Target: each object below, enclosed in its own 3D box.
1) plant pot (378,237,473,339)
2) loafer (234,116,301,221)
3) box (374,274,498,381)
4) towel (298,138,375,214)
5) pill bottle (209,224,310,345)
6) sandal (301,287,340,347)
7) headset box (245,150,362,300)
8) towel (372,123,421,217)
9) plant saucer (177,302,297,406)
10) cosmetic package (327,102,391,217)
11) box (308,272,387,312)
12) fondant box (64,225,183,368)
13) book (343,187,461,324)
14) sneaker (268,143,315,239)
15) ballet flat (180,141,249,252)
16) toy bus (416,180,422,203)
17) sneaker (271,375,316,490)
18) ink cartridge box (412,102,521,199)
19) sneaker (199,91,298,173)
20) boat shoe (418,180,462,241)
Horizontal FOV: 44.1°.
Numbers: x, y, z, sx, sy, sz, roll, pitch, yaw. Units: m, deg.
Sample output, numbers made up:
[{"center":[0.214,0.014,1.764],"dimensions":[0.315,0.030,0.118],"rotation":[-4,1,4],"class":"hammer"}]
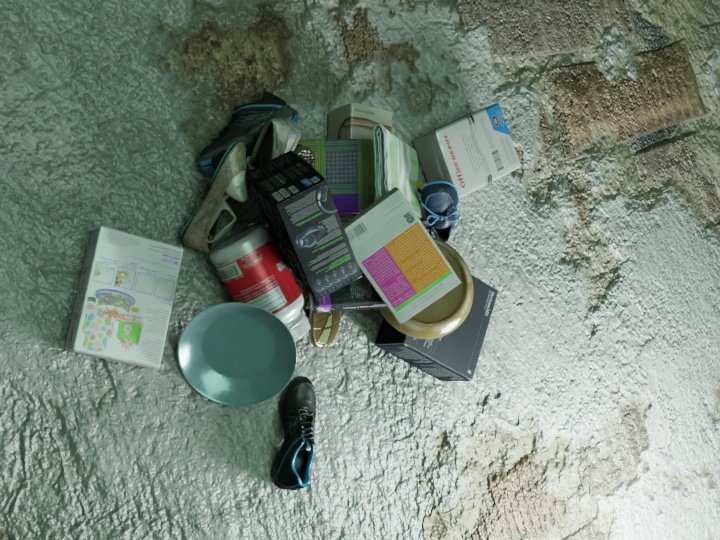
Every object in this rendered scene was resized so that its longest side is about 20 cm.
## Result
[{"center":[0.122,0.027,1.669],"dimensions":[0.198,0.027,0.202],"rotation":[3,74,-11],"class":"plant pot"},{"center":[-0.173,-0.175,1.534],"dimensions":[0.070,0.070,0.201],"rotation":[1,122,-51],"class":"loafer"},{"center":[0.152,0.093,1.758],"dimensions":[0.181,0.104,0.201],"rotation":[30,69,-27],"class":"box"},{"center":[-0.056,-0.170,1.621],"dimensions":[0.198,0.023,0.145],"rotation":[-2,83,7],"class":"towel"},{"center":[-0.168,0.032,1.538],"dimensions":[0.112,0.112,0.201],"rotation":[-35,105,-32],"class":"pill bottle"},{"center":[-0.082,0.048,1.633],"dimensions":[0.080,0.054,0.202],"rotation":[22,56,-51],"class":"sandal"},{"center":[-0.092,-0.071,1.469],"dimensions":[0.092,0.174,0.201],"rotation":[-27,120,-11],"class":"headset box"},{"center":[0.072,-0.177,1.638],"dimensions":[0.200,0.030,0.151],"rotation":[13,74,-67],"class":"towel"},{"center":[-0.206,0.135,1.497],"dimensions":[0.199,0.039,0.202],"rotation":[-1,116,-2],"class":"plant saucer"},{"center":[-0.002,-0.205,1.692],"dimensions":[0.103,0.087,0.202],"rotation":[4,83,-33],"class":"cosmetic package"},{"center":[0.000,0.000,1.608],"dimensions":[0.198,0.036,0.144],"rotation":[-3,67,-13],"class":"box"},{"center":[-0.377,0.045,1.425],"dimensions":[0.144,0.058,0.202],"rotation":[17,75,-32],"class":"fondant box"},{"center":[0.065,-0.024,1.543],"dimensions":[0.133,0.048,0.201],"rotation":[-35,107,-1],"class":"book"},{"center":[-0.133,-0.127,1.590],"dimensions":[0.070,0.075,0.202],"rotation":[9,100,-44],"class":"sneaker"},{"center":[-0.228,-0.118,1.500],"dimensions":[0.067,0.068,0.201],"rotation":[32,101,11],"class":"ballet flat"},{"center":[0.060,-0.087,1.738],"dimensions":[0.078,0.065,0.201],"rotation":[22,73,-29],"class":"toy bus"},{"center":[-0.102,0.288,1.574],"dimensions":[0.073,0.082,0.202],"rotation":[12,77,-31],"class":"sneaker"},{"center":[0.223,-0.244,1.854],"dimensions":[0.199,0.084,0.147],"rotation":[-27,101,-33],"class":"ink cartridge box"},{"center":[-0.208,-0.241,1.569],"dimensions":[0.199,0.073,0.082],"rotation":[-35,69,-24],"class":"sneaker"},{"center":[0.165,-0.113,1.743],"dimensions":[0.200,0.083,0.069],"rotation":[48,37,-66],"class":"boat shoe"}]
